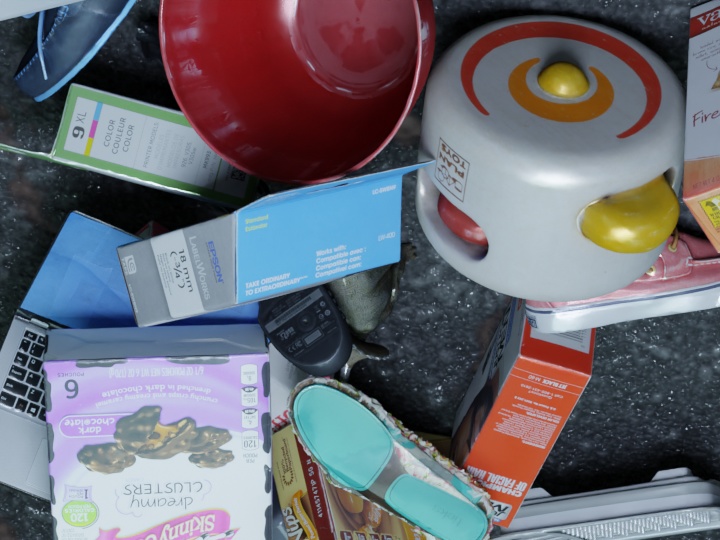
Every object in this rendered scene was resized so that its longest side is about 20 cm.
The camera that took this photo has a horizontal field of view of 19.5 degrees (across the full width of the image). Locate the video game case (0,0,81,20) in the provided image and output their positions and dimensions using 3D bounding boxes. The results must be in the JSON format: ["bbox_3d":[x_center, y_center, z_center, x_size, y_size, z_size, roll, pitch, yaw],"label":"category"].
[{"bbox_3d":[-0.276,-0.262,1.405,0.181,0.022,0.201,-10,111,20],"label":"video game case"}]

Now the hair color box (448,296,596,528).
[{"bbox_3d":[0.127,0.100,1.676,0.064,0.111,0.200,16,134,-4],"label":"hair color box"}]

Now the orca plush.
[{"bbox_3d":[-0.066,-0.137,1.504,0.199,0.071,0.105,19,134,-8],"label":"orca plush"}]

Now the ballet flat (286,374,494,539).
[{"bbox_3d":[0.021,0.149,1.643,0.200,0.064,0.076,41,100,-12],"label":"ballet flat"}]

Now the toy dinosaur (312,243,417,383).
[{"bbox_3d":[0.000,0.000,1.606,0.077,0.103,0.201,4,136,6],"label":"toy dinosaur"}]

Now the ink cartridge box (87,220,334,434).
[{"bbox_3d":[-0.139,0.072,1.717,0.200,0.085,0.146,33,131,-24],"label":"ink cartridge box"}]

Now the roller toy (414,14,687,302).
[{"bbox_3d":[0.131,-0.082,1.438,0.182,0.200,0.140,10,133,5],"label":"roller toy"}]

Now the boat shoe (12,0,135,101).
[{"bbox_3d":[-0.191,-0.207,1.464,0.069,0.084,0.200,32,115,-19],"label":"boat shoe"}]

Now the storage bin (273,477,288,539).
[{"bbox_3d":[-0.051,0.218,1.780,0.145,0.200,0.135,-22,116,29],"label":"storage bin"}]

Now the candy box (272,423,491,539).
[{"bbox_3d":[0.019,0.190,1.726,0.055,0.116,0.200,-32,151,35],"label":"candy box"}]

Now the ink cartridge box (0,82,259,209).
[{"bbox_3d":[-0.170,-0.095,1.520,0.199,0.104,0.060,14,91,-6],"label":"ink cartridge box"}]

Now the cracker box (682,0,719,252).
[{"bbox_3d":[0.283,-0.116,1.370,0.134,0.200,0.058,-20,127,27],"label":"cracker box"}]

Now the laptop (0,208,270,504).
[{"bbox_3d":[-0.182,0.088,1.604,0.187,0.201,0.116,23,167,-13],"label":"laptop"}]

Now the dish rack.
[{"bbox_3d":[0.219,0.202,1.769,0.199,0.044,0.172,-10,165,19],"label":"dish rack"}]

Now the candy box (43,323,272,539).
[{"bbox_3d":[-0.150,0.146,1.584,0.167,0.072,0.201,-2,109,-5],"label":"candy box"}]

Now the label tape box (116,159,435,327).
[{"bbox_3d":[-0.054,-0.016,1.435,0.200,0.144,0.064,-14,90,54],"label":"label tape box"}]

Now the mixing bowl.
[{"bbox_3d":[-0.026,-0.165,1.417,0.199,0.108,0.201,6,104,26],"label":"mixing bowl"}]

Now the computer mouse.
[{"bbox_3d":[-0.066,-0.005,1.583,0.058,0.200,0.034,-32,162,7],"label":"computer mouse"}]

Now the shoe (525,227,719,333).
[{"bbox_3d":[0.216,-0.018,1.571,0.199,0.071,0.091,-11,106,-5],"label":"shoe"}]
